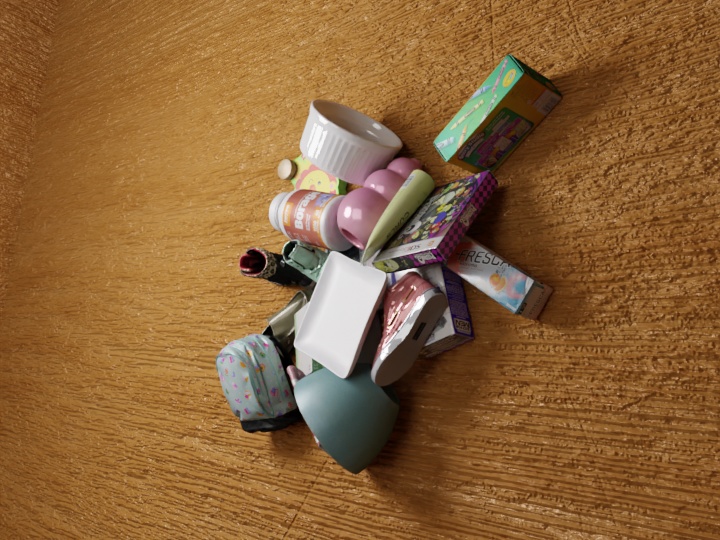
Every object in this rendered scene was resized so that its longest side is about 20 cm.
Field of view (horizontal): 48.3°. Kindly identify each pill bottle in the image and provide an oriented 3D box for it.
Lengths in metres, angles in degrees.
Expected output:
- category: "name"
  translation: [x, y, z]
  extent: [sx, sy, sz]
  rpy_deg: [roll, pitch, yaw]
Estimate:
- category: "pill bottle"
  translation: [-0.097, -0.108, 1.653]
  extent: [0.199, 0.112, 0.113]
  rpy_deg: [14, 89, 45]

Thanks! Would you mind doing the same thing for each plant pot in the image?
- category: "plant pot"
  translation: [-0.008, 0.246, 1.463]
  extent: [0.134, 0.200, 0.201]
  rpy_deg: [-38, 51, 8]

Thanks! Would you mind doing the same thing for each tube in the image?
- category: "tube"
  translation: [0.061, -0.094, 1.447]
  extent: [0.052, 0.058, 0.200]
  rpy_deg: [17, 60, 44]

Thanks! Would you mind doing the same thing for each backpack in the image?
- category: "backpack"
  translation: [-0.215, 0.235, 1.677]
  extent: [0.166, 0.126, 0.202]
  rpy_deg: [-15, 95, 38]

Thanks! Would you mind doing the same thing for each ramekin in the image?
- category: "ramekin"
  translation: [-0.025, -0.252, 1.603]
  extent: [0.201, 0.199, 0.098]
  rpy_deg: [48, 120, 42]

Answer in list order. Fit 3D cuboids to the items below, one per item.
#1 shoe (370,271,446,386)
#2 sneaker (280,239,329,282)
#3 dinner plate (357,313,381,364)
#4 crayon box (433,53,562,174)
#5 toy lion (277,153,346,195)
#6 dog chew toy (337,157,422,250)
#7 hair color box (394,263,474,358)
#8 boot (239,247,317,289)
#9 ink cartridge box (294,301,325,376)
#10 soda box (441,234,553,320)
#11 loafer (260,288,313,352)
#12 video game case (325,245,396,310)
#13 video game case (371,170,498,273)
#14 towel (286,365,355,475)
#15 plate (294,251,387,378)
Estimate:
- category: "shoe"
  translation: [0.067, 0.100, 1.409]
  extent: [0.201, 0.071, 0.091]
  rpy_deg: [-58, 43, 12]
- category: "sneaker"
  translation: [-0.081, 0.000, 1.590]
  extent: [0.200, 0.118, 0.074]
  rpy_deg: [29, 92, 49]
- category: "dinner plate"
  translation: [-0.036, 0.145, 1.626]
  extent: [0.199, 0.024, 0.202]
  rpy_deg: [-16, 67, 44]
- category: "crayon box"
  translation: [0.235, -0.259, 1.383]
  extent: [0.200, 0.118, 0.058]
  rpy_deg: [-48, 49, 26]
- category: "toy lion"
  translation: [-0.087, -0.206, 1.756]
  extent: [0.200, 0.068, 0.192]
  rpy_deg: [-50, 55, 24]
- category: "dog chew toy"
  translation: [0.047, -0.134, 1.535]
  extent: [0.200, 0.125, 0.124]
  rpy_deg: [-49, 43, -11]
- category: "hair color box"
  translation: [0.128, 0.045, 1.452]
  extent: [0.109, 0.065, 0.202]
  rpy_deg: [-29, 58, 37]
- category: "boot"
  translation: [-0.198, -0.008, 1.744]
  extent: [0.199, 0.150, 0.074]
  rpy_deg: [15, 90, 47]
- category: "ink cartridge box"
  translation: [-0.079, 0.131, 1.583]
  extent: [0.200, 0.048, 0.147]
  rpy_deg: [139, 131, -62]
- category: "soda box"
  translation: [0.223, 0.006, 1.353]
  extent: [0.200, 0.068, 0.064]
  rpy_deg: [37, 102, 43]
- category: "loafer"
  translation: [-0.162, 0.121, 1.730]
  extent: [0.201, 0.069, 0.075]
  rpy_deg: [-55, 46, 20]
- category: "video game case"
  translation: [0.000, 0.000, 1.610]
  extent: [0.181, 0.023, 0.201]
  rpy_deg: [-27, 54, 37]
- category: "video game case"
  translation: [0.130, -0.083, 1.413]
  extent: [0.181, 0.036, 0.200]
  rpy_deg: [-12, 35, 53]
- category: "towel"
  translation: [-0.069, 0.281, 1.520]
  extent: [0.023, 0.144, 0.200]
  rpy_deg: [-37, 43, 7]
- category: "plate"
  translation: [-0.032, 0.079, 1.475]
  extent: [0.199, 0.032, 0.201]
  rpy_deg: [23, 90, 54]
